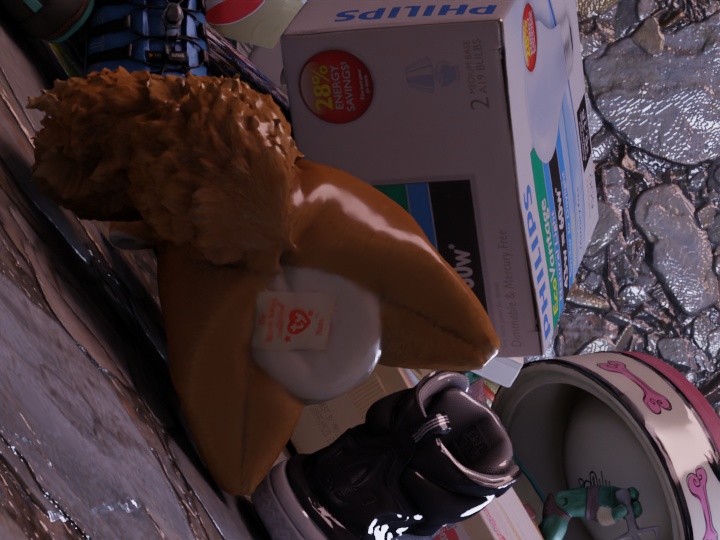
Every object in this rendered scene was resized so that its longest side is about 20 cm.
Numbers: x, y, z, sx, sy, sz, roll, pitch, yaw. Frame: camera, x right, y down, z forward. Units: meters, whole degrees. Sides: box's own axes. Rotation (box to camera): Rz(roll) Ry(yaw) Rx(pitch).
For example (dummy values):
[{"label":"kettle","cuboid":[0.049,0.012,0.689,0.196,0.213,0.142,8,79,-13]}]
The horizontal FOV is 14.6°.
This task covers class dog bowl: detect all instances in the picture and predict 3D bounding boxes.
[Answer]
[{"label":"dog bowl","cuboid":[0.173,0.143,1.858,0.200,0.074,0.201,33,-47,43]}]

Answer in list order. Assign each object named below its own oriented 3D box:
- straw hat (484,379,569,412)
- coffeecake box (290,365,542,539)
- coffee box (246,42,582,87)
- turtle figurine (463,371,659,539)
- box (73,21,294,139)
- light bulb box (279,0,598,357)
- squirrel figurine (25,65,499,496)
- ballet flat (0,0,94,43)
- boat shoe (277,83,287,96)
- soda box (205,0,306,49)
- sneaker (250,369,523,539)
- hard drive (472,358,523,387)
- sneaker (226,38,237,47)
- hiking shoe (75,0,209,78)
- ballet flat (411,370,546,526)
[{"label":"straw hat","cuboid":[0.060,0.078,1.998,0.201,0.085,0.201,41,-1,0]},{"label":"coffeecake box","cuboid":[0.048,0.147,1.544,0.154,0.073,0.200,60,6,29]},{"label":"coffee box","cuboid":[0.024,-0.133,2.037,0.199,0.198,0.200,31,6,-2]},{"label":"turtle figurine","cuboid":[0.092,0.162,1.763,0.150,0.101,0.200,-32,86,-44]},{"label":"box","cuboid":[-0.078,-0.098,1.661,0.198,0.050,0.200,44,6,17]},{"label":"light bulb box","cuboid":[0.050,-0.077,1.571,0.200,0.124,0.199,-61,146,-63]},{"label":"squirrel figurine","cuboid":[-0.059,-0.024,1.292,0.200,0.141,0.187,57,-2,-26]},{"label":"ballet flat","cuboid":[-0.186,-0.196,1.534,0.068,0.068,0.200,39,14,-30]},{"label":"boat shoe","cuboid":[-0.044,-0.069,1.848,0.062,0.075,0.200,67,-20,11]},{"label":"soda box","cuboid":[-0.115,-0.201,1.783,0.200,0.068,0.064,10,42,-50]},{"label":"sneaker","cuboid":[0.025,0.109,1.340,0.076,0.114,0.200,58,6,16]},{"label":"hard drive","cuboid":[0.000,0.000,1.751,0.199,0.026,0.132,25,17,-18]},{"label":"sneaker","cuboid":[-0.112,-0.160,1.932,0.082,0.073,0.200,55,6,-30]},{"label":"hiking shoe","cuboid":[-0.113,-0.119,1.474,0.200,0.074,0.087,-113,-150,-49]},{"label":"ballet flat","cuboid":[0.058,0.121,1.888,0.200,0.069,0.069,57,5,19]}]
